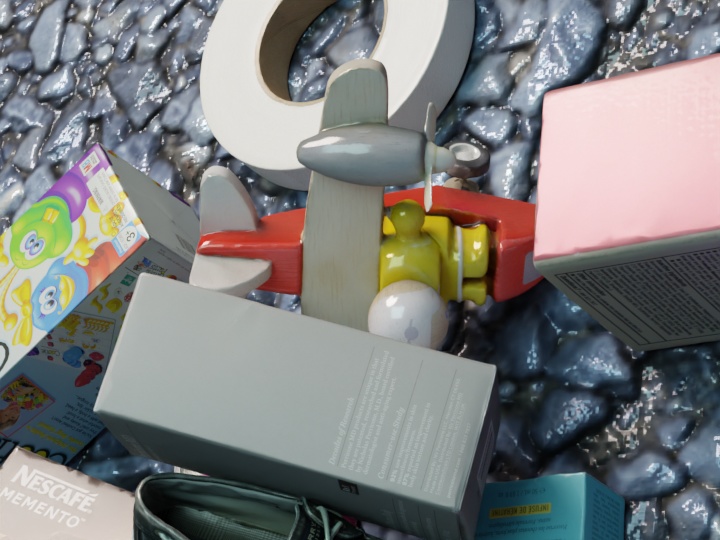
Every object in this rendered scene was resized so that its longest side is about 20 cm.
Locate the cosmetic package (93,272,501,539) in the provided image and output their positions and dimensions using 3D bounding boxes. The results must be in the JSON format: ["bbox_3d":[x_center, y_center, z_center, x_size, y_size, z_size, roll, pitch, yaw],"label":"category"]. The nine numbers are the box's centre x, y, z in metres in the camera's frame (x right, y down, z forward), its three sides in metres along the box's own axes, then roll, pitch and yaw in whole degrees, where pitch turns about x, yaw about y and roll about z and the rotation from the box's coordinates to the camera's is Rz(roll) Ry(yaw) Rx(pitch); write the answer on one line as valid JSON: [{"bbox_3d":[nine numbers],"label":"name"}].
[{"bbox_3d":[-0.030,0.075,1.053,0.200,0.107,0.090,12,73,11],"label":"cosmetic package"}]

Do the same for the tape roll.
[{"bbox_3d":[-0.017,-0.150,1.322,0.203,0.037,0.203,-17,58,29],"label":"tape roll"}]

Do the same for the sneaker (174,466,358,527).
[{"bbox_3d":[-0.081,0.108,1.208,0.088,0.081,0.200,-38,50,13],"label":"sneaker"}]

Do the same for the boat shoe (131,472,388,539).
[{"bbox_3d":[-0.032,0.157,1.045,0.200,0.071,0.072,10,54,13],"label":"boat shoe"}]

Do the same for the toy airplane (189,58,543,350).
[{"bbox_3d":[0.000,0.000,1.124,0.199,0.200,0.141,-43,37,12],"label":"toy airplane"}]

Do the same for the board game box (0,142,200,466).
[{"bbox_3d":[-0.195,0.033,1.314,0.200,0.105,0.103,-42,49,10],"label":"board game box"}]

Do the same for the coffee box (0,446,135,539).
[{"bbox_3d":[-0.141,0.193,1.136,0.200,0.080,0.113,18,56,27],"label":"coffee box"}]

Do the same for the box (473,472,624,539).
[{"bbox_3d":[0.090,0.212,1.050,0.082,0.049,0.200,-11,61,32],"label":"box"}]

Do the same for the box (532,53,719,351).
[{"bbox_3d":[0.207,-0.040,1.039,0.200,0.128,0.109,-10,61,31],"label":"box"}]
